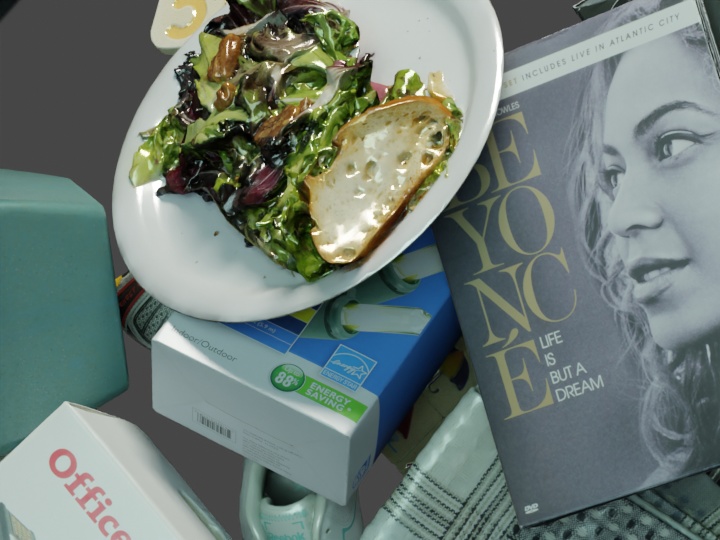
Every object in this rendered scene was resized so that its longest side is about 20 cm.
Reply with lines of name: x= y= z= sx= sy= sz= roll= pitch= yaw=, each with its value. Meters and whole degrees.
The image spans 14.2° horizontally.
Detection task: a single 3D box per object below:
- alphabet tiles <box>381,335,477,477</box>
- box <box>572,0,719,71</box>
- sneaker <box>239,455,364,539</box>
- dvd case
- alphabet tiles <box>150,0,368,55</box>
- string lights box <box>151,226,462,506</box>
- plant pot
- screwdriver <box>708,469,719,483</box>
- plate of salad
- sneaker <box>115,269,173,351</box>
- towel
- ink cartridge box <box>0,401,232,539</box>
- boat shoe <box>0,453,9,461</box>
alphabet tiles: x=0.077 y=0.012 z=1.378 sx=0.200 sy=0.006 sz=0.166 roll=-44 pitch=75 yaw=2
box: x=0.211 y=-0.058 z=1.281 sx=0.124 sy=0.149 sz=0.200 roll=-32 pitch=76 yaw=17
sneaker: x=-0.028 y=0.139 z=1.341 sx=0.070 sy=0.080 sz=0.200 roll=-8 pitch=84 yaw=9
dvd case: x=0.106 y=-0.005 z=1.238 sx=0.149 sy=0.016 sz=0.200 roll=-20 pitch=80 yaw=26
alphabet tiles: x=-0.032 y=-0.193 z=1.385 sx=0.200 sy=0.015 sz=0.196 roll=-1 pitch=64 yaw=31
string lights box: x=0.000 y=0.000 z=1.316 sx=0.103 sy=0.059 sz=0.200 roll=25 pitch=56 yaw=16
plant pot: x=-0.216 y=0.022 z=1.336 sx=0.200 sy=0.141 sz=0.141 roll=-10 pitch=103 yaw=-14
screwdriver: x=0.146 y=0.113 z=1.334 sx=0.029 sy=0.028 sz=0.200 roll=30 pitch=92 yaw=-14
plate of salad: x=-0.030 y=-0.068 z=1.269 sx=0.200 sy=0.048 sz=0.200 roll=-19 pitch=50 yaw=24
sneaker: x=-0.067 y=-0.054 z=1.382 sx=0.082 sy=0.078 sz=0.200 roll=19 pitch=85 yaw=15
towel: x=0.086 y=0.159 z=1.301 sx=0.193 sy=0.035 sz=0.200 roll=36 pitch=93 yaw=-7
ink cartridge box: x=-0.143 y=0.177 z=1.271 sx=0.200 sy=0.088 sz=0.145 roll=-42 pitch=74 yaw=3
boat shoe: x=-0.229 y=0.121 z=1.391 sx=0.201 sy=0.070 sz=0.072 roll=-38 pitch=79 yaw=6
